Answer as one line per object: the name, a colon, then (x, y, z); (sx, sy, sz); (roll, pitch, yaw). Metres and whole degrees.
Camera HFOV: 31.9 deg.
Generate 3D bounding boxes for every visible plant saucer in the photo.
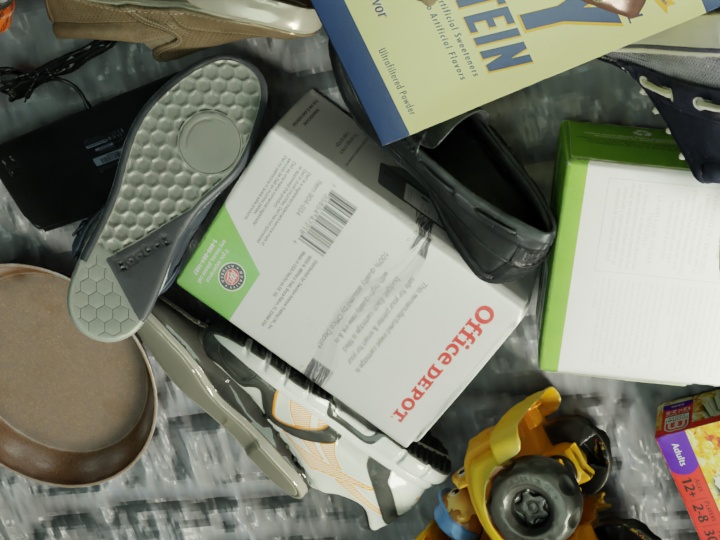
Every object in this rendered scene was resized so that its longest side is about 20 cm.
plant saucer: (-0.248, 0.079, 0.998); (0.199, 0.035, 0.201); (7, 118, 14)

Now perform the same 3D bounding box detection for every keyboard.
keyboard: (-0.185, -0.107, 0.897); (0.199, 0.021, 0.127); (-17, 115, 22)

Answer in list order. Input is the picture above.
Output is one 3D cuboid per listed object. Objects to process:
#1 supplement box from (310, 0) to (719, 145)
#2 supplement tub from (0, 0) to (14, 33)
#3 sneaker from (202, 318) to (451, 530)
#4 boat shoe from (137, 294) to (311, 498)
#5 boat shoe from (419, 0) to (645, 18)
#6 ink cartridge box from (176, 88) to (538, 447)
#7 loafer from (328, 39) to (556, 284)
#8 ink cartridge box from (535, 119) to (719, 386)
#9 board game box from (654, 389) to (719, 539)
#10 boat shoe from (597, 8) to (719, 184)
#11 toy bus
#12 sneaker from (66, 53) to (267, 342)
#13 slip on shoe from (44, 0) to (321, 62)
supplement box: (0.090, -0.190, 0.670); (0.199, 0.200, 0.135); (-21, 107, 24)
supplement tub: (-0.257, -0.256, 0.785); (0.122, 0.123, 0.201); (18, 116, 8)
sneaker: (-0.035, 0.111, 0.896); (0.200, 0.074, 0.080); (37, 109, -1)
boat shoe: (-0.094, 0.083, 0.949); (0.200, 0.057, 0.067); (48, 154, -5)
boat shoe: (0.033, -0.151, 0.553); (0.199, 0.072, 0.072); (11, 115, 6)
ink cartridge box: (0.000, 0.000, 0.856); (0.200, 0.084, 0.146); (36, 120, -2)
loafer: (0.053, -0.085, 0.783); (0.201, 0.068, 0.070); (55, 147, 10)
ink cartridge box: (0.218, -0.006, 0.795); (0.199, 0.076, 0.148); (6, 117, 3)
board game box: (0.320, 0.137, 0.847); (0.199, 0.046, 0.152); (-20, 108, 24)
boat shoe: (0.178, -0.099, 0.692); (0.074, 0.200, 0.093); (-11, 105, -9)
toy bus: (0.101, 0.207, 0.880); (0.192, 0.136, 0.201); (-27, 88, 26)
sneaker: (-0.134, -0.054, 0.861); (0.077, 0.146, 0.203); (32, 90, -9)
slip on shoe: (-0.118, -0.165, 0.816); (0.199, 0.076, 0.061); (12, 113, 14)
